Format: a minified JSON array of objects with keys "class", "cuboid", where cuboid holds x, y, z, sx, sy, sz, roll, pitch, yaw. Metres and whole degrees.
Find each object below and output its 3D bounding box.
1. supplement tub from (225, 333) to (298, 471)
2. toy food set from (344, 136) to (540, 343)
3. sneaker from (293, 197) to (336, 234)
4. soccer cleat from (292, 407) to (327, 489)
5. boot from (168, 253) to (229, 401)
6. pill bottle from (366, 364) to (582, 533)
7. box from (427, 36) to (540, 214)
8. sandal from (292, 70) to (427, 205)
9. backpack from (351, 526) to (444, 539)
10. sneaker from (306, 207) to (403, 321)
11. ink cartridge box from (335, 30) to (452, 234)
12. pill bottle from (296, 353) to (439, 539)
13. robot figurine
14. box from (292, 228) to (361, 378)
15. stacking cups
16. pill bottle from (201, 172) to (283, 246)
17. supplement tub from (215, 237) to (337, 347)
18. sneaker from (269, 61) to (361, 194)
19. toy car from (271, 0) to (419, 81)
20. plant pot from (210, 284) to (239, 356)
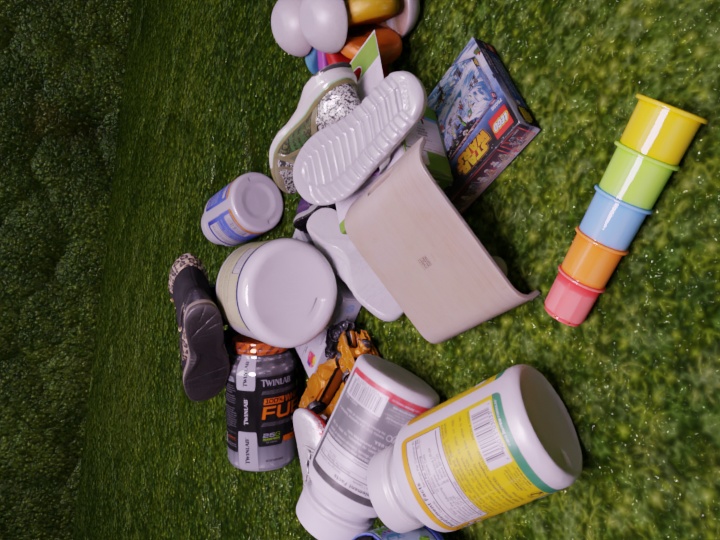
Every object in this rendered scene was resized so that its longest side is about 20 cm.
[{"class":"supplement tub","cuboid":[-0.162,0.210,0.959,0.121,0.120,0.206,8,101,55]},{"class":"toy food set","cuboid":[0.083,-0.023,0.635,0.202,0.060,0.143,52,138,-3]},{"class":"sneaker","cuboid":[-0.034,-0.122,0.881,0.197,0.075,0.090,-13,62,48]},{"class":"soccer cleat","cuboid":[-0.052,0.286,0.785,0.068,0.084,0.205,-18,96,45]},{"class":"boot","cuboid":[-0.258,0.089,0.919,0.152,0.071,0.204,-123,30,-44]},{"class":"pill bottle","cuboid":[0.102,0.184,0.569,0.198,0.111,0.115,-36,56,30]},{"class":"box","cuboid":[0.110,-0.149,0.699,0.200,0.039,0.140,-48,48,41]},{"class":"sandal","cuboid":[0.002,-0.136,0.650,0.201,0.049,0.084,-30,77,37]},{"class":"backpack","cuboid":[0.057,0.379,0.615,0.184,0.144,0.203,-53,50,39]},{"class":"sneaker","cuboid":[0.000,0.000,0.827,0.201,0.074,0.089,50,164,27]},{"class":"ink cartridge box","cuboid":[0.024,-0.165,0.730,0.147,0.074,0.205,-39,53,48]},{"class":"pill bottle","cuboid":[0.006,0.217,0.703,0.113,0.112,0.204,30,96,52]},{"class":"robot figurine","cuboid":[-0.026,0.170,0.841,0.202,0.057,0.147,-60,42,33]},{"class":"box","cuboid":[-0.078,0.048,0.948,0.201,0.040,0.159,54,130,45]},{"class":"stacking cups","cuboid":[0.225,-0.043,0.509,0.061,0.059,0.205,44,125,48]},{"class":"pill bottle","cuboid":[-0.241,-0.111,1.146,0.198,0.110,0.116,-15,74,54]},{"class":"supplement tub","cuboid":[-0.133,0.030,0.861,0.199,0.141,0.150,1,86,63]},{"class":"sneaker","cuboid":[-0.052,-0.152,0.724,0.090,0.076,0.201,59,139,20]},{"class":"toy car","cuboid":[-0.016,-0.319,0.814,0.198,0.172,0.154,24,130,53]},{"class":"plant pot","cuboid":[-0.249,0.092,1.093,0.200,0.137,0.146,-164,78,-74]}]
